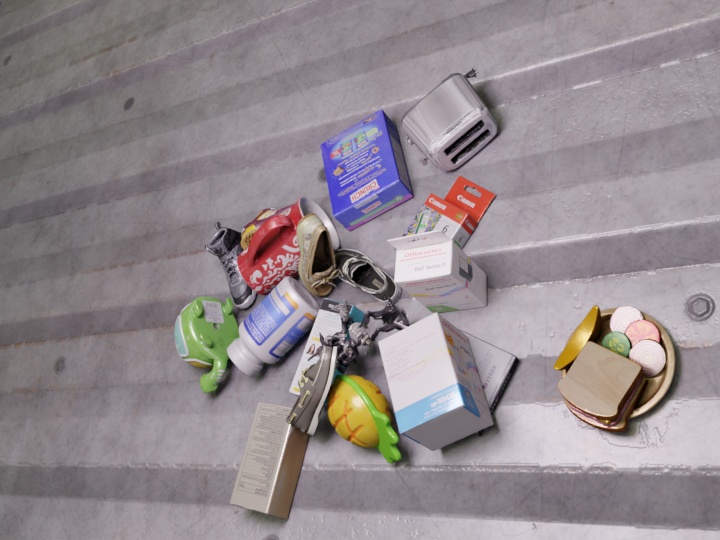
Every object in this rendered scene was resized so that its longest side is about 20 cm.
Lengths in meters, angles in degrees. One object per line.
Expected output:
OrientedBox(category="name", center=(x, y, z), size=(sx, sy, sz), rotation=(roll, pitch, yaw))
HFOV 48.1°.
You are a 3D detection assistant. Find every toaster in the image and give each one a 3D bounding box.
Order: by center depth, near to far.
OrientedBox(category="toaster", center=(0.188, -0.298, 1.629), size=(0.199, 0.113, 0.130), rotation=(-38, 55, 11))

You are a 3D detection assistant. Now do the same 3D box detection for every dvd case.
OrientedBox(category="dvd case", center=(0.169, 0.186, 1.454), size=(0.198, 0.025, 0.152), rotation=(24, 83, 40))

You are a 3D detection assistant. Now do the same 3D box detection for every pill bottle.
OrientedBox(category="pill bottle", center=(-0.182, 0.120, 1.676), size=(0.200, 0.112, 0.112), rotation=(-45, 50, 8))

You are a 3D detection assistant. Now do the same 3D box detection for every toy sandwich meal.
OrientedBox(category="toy sandwich meal", center=(0.396, 0.147, 1.282), size=(0.202, 0.070, 0.209), rotation=(-16, 59, 28))

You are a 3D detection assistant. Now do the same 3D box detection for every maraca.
OrientedBox(category="maraca", center=(0.009, 0.267, 1.461), size=(0.106, 0.139, 0.199), rotation=(-30, 42, -23))

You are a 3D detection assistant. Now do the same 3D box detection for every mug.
OrientedBox(category="mug", center=(-0.173, -0.058, 1.727), size=(0.199, 0.177, 0.135), rotation=(-36, 37, 20))

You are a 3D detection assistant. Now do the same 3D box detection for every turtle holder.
OrientedBox(category="turtle holder", center=(-0.331, 0.157, 1.766), size=(0.131, 0.141, 0.187), rotation=(-33, 91, 35))

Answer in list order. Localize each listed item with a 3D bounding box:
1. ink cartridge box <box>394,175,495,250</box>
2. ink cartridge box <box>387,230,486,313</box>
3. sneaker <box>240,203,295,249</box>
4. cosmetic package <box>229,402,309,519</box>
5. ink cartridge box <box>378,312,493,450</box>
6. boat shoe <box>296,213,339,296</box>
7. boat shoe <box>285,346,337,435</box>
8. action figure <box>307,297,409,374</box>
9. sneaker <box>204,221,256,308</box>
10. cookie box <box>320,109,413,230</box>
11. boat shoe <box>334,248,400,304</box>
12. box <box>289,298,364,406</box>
OrientedBox(category="ink cartridge box", center=(0.164, -0.094, 1.580), size=(0.108, 0.050, 0.202), rotation=(34, 90, 41))
OrientedBox(category="ink cartridge box", center=(0.137, 0.006, 1.450), size=(0.115, 0.199, 0.069), rotation=(-10, 62, 31))
OrientedBox(category="sneaker", center=(-0.183, -0.116, 1.821), size=(0.197, 0.075, 0.091), rotation=(-22, 38, 11))
OrientedBox(category="cosmetic package", center=(-0.171, 0.368, 1.570), size=(0.104, 0.071, 0.203), rotation=(4, 70, 35))
OrientedBox(category="ink cartridge box", center=(0.125, 0.180, 1.387), size=(0.124, 0.128, 0.203), rotation=(-27, 55, 20))
OrientedBox(category="boat shoe", center=(-0.084, -0.018, 1.630), size=(0.073, 0.202, 0.062), rotation=(-33, 47, -22))
OrientedBox(category="boat shoe", center=(-0.088, 0.217, 1.479), size=(0.072, 0.059, 0.204), rotation=(-75, 3, -57))
OrientedBox(category="action figure", center=(-0.013, 0.115, 1.526), size=(0.197, 0.103, 0.119), rotation=(-26, 41, -14))
OrientedBox(category="sneaker", center=(-0.295, -0.015, 1.822), size=(0.075, 0.114, 0.203), rotation=(-26, 55, 22))
OrientedBox(category="cookie box", center=(0.010, -0.215, 1.733), size=(0.169, 0.075, 0.203), rotation=(-26, 55, 22))
OrientedBox(category="boat shoe", center=(0.000, 0.000, 1.639), size=(0.199, 0.063, 0.071), rotation=(30, 86, 41))
OrientedBox(category="box", center=(-0.066, 0.163, 1.614), size=(0.081, 0.049, 0.203), rotation=(11, 74, 38))
